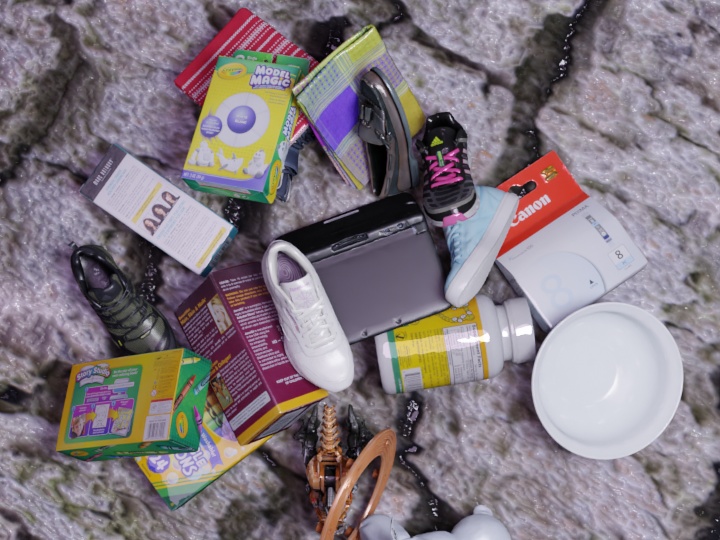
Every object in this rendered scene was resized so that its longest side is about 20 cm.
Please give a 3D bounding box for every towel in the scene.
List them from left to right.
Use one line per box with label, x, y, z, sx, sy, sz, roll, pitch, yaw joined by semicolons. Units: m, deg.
towel;-0.135;-0.245;1.536;0.200;0.022;0.145;40;85;22
towel;0.004;-0.208;1.510;0.144;0.200;0.023;-42;49;-7

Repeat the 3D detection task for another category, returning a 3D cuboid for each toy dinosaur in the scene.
toy dinosaur;-0.031;0.246;1.481;0.102;0.136;0.200;17;127;-11

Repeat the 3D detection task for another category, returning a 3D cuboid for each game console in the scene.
game console;0.000;0.000;1.516;0.200;0.176;0.117;-19;111;-1

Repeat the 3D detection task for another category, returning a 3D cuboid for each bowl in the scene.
bowl;0.302;0.136;1.498;0.201;0.090;0.201;-1;93;-10

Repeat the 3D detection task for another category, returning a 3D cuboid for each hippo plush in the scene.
hippo plush;0.101;0.350;1.474;0.161;0.200;0.159;-20;44;-22

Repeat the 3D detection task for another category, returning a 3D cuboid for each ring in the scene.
ring;-0.009;0.286;1.452;0.019;0.200;0.201;23;86;17

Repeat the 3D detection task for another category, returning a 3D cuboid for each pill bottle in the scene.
pill bottle;0.120;0.090;1.507;0.200;0.113;0.113;-9;84;1

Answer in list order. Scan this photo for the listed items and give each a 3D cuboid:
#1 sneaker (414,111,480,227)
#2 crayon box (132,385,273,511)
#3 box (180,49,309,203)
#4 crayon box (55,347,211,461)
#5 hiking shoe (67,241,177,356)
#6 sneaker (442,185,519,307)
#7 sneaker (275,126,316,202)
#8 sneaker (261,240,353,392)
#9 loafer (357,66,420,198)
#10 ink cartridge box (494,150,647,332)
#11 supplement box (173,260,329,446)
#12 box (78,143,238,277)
sneaker;0.106;-0.134;1.488;0.074;0.200;0.088;-13;126;14
crayon box;-0.201;0.205;1.536;0.200;0.052;0.126;-37;85;-2
box;-0.142;-0.192;1.484;0.117;0.048;0.200;10;73;16
crayon box;-0.288;0.172;1.478;0.200;0.058;0.119;-10;62;32
hiking shoe;-0.319;0.049;1.530;0.076;0.101;0.200;-41;85;-2
sneaker;0.132;-0.034;1.482;0.082;0.074;0.200;21;46;13
sneaker;-0.073;-0.166;1.547;0.202;0.077;0.146;-7;73;11
sneaker;-0.069;0.055;1.407;0.075;0.100;0.200;-26;83;-7
loafer;0.028;-0.167;1.495;0.063;0.200;0.072;-31;48;-10
ink cartridge box;0.254;-0.043;1.538;0.160;0.047;0.200;-33;83;-8
supplement box;-0.140;0.104;1.482;0.086;0.110;0.200;-15;71;-43
box;-0.270;-0.079;1.566;0.200;0.049;0.082;35;86;4
